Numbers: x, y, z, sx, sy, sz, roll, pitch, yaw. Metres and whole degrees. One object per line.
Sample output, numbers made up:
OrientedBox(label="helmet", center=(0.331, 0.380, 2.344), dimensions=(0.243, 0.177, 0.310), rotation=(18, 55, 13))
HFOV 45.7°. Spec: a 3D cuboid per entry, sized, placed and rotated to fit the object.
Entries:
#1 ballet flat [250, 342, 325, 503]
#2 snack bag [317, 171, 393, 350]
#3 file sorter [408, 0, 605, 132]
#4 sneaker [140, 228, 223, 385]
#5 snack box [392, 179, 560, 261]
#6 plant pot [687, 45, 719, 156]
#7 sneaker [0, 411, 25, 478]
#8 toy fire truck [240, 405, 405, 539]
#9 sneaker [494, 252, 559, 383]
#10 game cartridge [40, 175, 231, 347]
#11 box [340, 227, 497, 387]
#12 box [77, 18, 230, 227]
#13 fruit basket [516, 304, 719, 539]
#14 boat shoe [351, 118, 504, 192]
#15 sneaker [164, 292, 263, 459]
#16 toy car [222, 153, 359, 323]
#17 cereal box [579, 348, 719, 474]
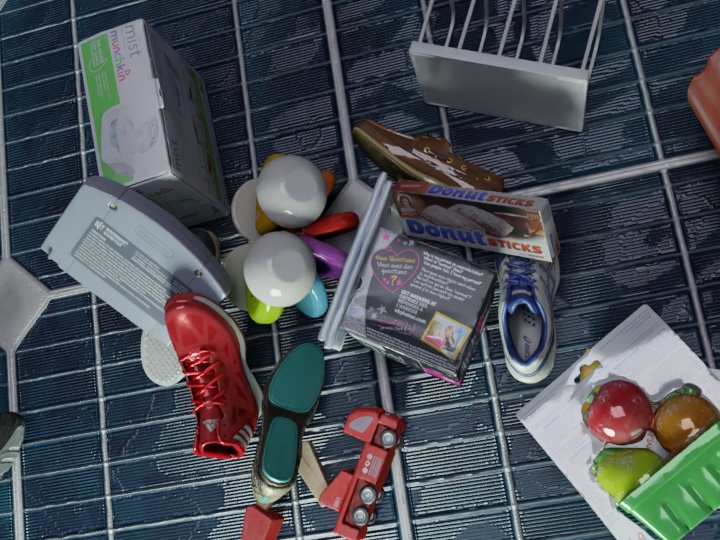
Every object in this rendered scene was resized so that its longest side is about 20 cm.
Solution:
OrientedBox(label="ballet flat", center=(-0.091, 0.177, 0.992), dimensions=(0.067, 0.075, 0.201), rotation=(23, 47, -11))
OrientedBox(label="snack bag", center=(0.000, 0.000, 0.956), dimensions=(0.021, 0.200, 0.190), rotation=(20, 84, 4))
OrientedBox(label="file sorter", center=(0.176, -0.262, 1.000), dimensions=(0.198, 0.139, 0.126), rotation=(13, 79, 15))
OrientedBox(label="sneaker", center=(-0.213, 0.044, 1.061), dimensions=(0.078, 0.079, 0.202), rotation=(22, 109, 13))
OrientedBox(label="snack box", center=(0.126, -0.059, 0.964), dimensions=(0.199, 0.072, 0.024), rotation=(13, 50, 39))
OrientedBox(label="plant pot", center=(0.459, -0.152, 0.893), dimensions=(0.199, 0.201, 0.197), rotation=(-27, 65, 6))
OrientedBox(label="sneaker", center=(-0.519, 0.248, 1.085), dimensions=(0.115, 0.075, 0.201), rotation=(29, 87, 19))
OrientedBox(label="toy fire truck", center=(-0.042, 0.242, 0.989), dimensions=(0.140, 0.049, 0.202), rotation=(18, 82, 17))
OrientedBox(label="sneaker", center=(0.189, 0.022, 0.963), dimensions=(0.074, 0.088, 0.202), rotation=(-8, 75, 13))
OrientedBox(label="game cartridge", center=(-0.250, -0.010, 0.972), dimensions=(0.200, 0.042, 0.133), rotation=(39, 113, -11))
OrientedBox(label="box", center=(0.068, 0.044, 0.923), dimensions=(0.131, 0.200, 0.116), rotation=(22, 82, 11))
OrientedBox(label="box", center=(-0.249, -0.172, 1.056), dimensions=(0.096, 0.176, 0.202), rotation=(-16, 76, 11))
OrientedBox(label="fruit basket", center=(0.292, 0.168, 0.879), dimensions=(0.185, 0.094, 0.200), rotation=(-42, 60, 5))
OrientedBox(label="boat shoe", center=(0.082, -0.129, 1.031), dimensions=(0.199, 0.072, 0.068), rotation=(33, 82, 11))
OrientedBox(label="sneaker", center=(-0.164, 0.128, 0.954), dimensions=(0.078, 0.201, 0.116), rotation=(-19, 31, 14))
OrientedBox(label="toy car", center=(-0.074, -0.032, 1.014), dimensions=(0.149, 0.175, 0.202), rotation=(12, 79, -22))
OrientedBox(label="cereal box", center=(0.333, 0.171, 0.922), dimensions=(0.198, 0.040, 0.145), rotation=(7, 82, 14))
